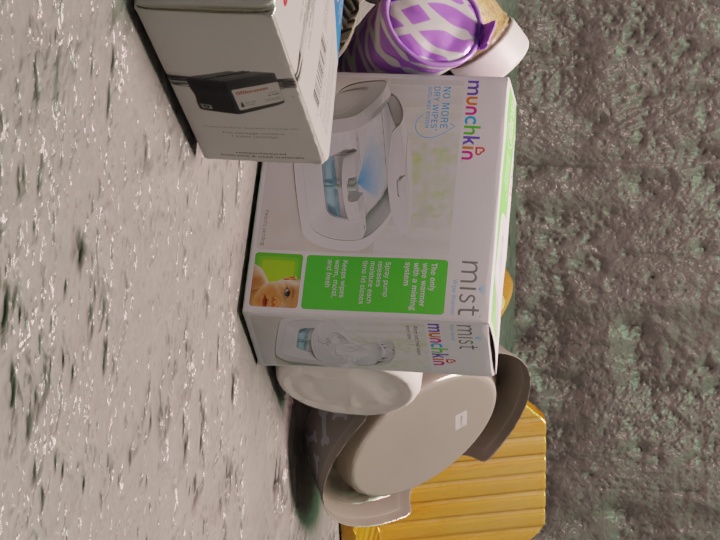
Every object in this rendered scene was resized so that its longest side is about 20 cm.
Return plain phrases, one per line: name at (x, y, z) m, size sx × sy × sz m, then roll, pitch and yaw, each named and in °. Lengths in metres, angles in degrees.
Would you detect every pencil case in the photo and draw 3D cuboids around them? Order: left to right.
pencil case at (0.026, -0.154, 1.668) m, size 0.084 × 0.085 × 0.200 m, roll -67°, pitch -171°, yaw -21°

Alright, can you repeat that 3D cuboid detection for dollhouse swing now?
dollhouse swing at (0.082, 0.231, 2.082) m, size 0.182 × 0.175 × 0.200 m, roll -73°, pitch 164°, yaw -60°

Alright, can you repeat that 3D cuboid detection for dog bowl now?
dog bowl at (0.041, 0.119, 1.791) m, size 0.059 × 0.200 × 0.200 m, roll 52°, pitch -15°, yaw 31°

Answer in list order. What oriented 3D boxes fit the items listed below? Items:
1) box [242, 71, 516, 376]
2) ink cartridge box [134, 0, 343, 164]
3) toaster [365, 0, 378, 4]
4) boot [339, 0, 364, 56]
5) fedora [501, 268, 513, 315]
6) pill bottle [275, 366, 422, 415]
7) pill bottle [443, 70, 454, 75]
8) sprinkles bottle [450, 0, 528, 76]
box at (0.018, -0.034, 1.585) m, size 0.097 × 0.176 × 0.200 m, roll 76°, pitch 19°, yaw -62°
ink cartridge box at (-0.066, -0.169, 1.300) m, size 0.200 × 0.084 × 0.145 m, roll 71°, pitch 23°, yaw -67°
toaster at (0.054, -0.354, 1.926) m, size 0.181 × 0.118 × 0.200 m, roll 83°, pitch 13°, yaw -51°
boot at (-0.024, -0.226, 1.661) m, size 0.200 × 0.072 × 0.182 m, roll 72°, pitch 23°, yaw -85°
fedora at (0.065, 0.025, 1.865) m, size 0.082 × 0.201 × 0.201 m, roll 44°, pitch 31°, yaw -20°
pill bottle at (0.000, 0.000, 1.685) m, size 0.112 × 0.112 × 0.200 m, roll 76°, pitch 19°, yaw -62°
pill bottle at (0.032, -0.102, 1.863) m, size 0.114 × 0.114 × 0.200 m, roll 82°, pitch 13°, yaw -49°
sprinkles bottle at (0.057, -0.243, 1.823) m, size 0.200 × 0.068 × 0.068 m, roll 50°, pitch 27°, yaw -21°
